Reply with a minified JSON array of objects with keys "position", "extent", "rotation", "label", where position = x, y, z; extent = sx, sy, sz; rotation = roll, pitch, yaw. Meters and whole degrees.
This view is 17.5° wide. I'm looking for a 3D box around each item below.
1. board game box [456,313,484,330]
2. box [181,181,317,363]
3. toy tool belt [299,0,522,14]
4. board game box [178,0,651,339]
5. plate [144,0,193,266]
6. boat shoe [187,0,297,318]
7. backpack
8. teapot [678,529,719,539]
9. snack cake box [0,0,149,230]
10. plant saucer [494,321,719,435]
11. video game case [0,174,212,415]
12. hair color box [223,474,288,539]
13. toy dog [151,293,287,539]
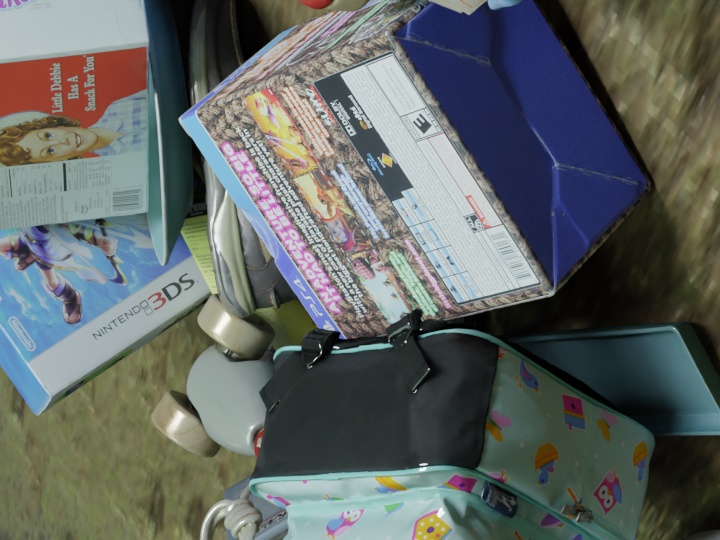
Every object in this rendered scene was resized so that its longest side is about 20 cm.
[{"position":[0.026,-0.031,1.398],"extent":[0.103,0.019,0.201],"rotation":[26,139,39],"label":"board game box"},{"position":[-0.050,0.031,1.539],"extent":[0.075,0.050,0.201],"rotation":[-10,110,57],"label":"box"},{"position":[0.063,-0.173,1.094],"extent":[0.200,0.122,0.126],"rotation":[-39,54,54],"label":"toy tool belt"},{"position":[0.026,-0.062,1.251],"extent":[0.199,0.097,0.160],"rotation":[-15,113,53],"label":"board game box"},{"position":[-0.126,-0.104,1.477],"extent":[0.200,0.025,0.202],"rotation":[173,90,-80],"label":"plate"},{"position":[-0.065,-0.074,1.441],"extent":[0.075,0.073,0.202],"rotation":[-128,31,-80],"label":"boat shoe"},{"position":[0.059,0.120,1.280],"extent":[0.175,0.199,0.155],"rotation":[-14,66,45],"label":"backpack"},{"position":[0.194,0.252,1.299],"extent":[0.197,0.146,0.201],"rotation":[34,144,34],"label":"teapot"},{"position":[-0.187,-0.104,1.416],"extent":[0.200,0.114,0.068],"rotation":[101,160,-61],"label":"snack cake box"},{"position":[0.134,0.061,1.326],"extent":[0.199,0.019,0.070],"rotation":[-6,118,58],"label":"plant saucer"},{"position":[-0.197,-0.035,1.560],"extent":[0.201,0.181,0.045],"rotation":[54,149,3],"label":"video game case"},{"position":[-0.045,0.198,1.596],"extent":[0.099,0.060,0.200],"rotation":[60,180,-8],"label":"hair color box"},{"position":[-0.047,0.103,1.453],"extent":[0.132,0.096,0.201],"rotation":[-46,45,25],"label":"toy dog"}]
